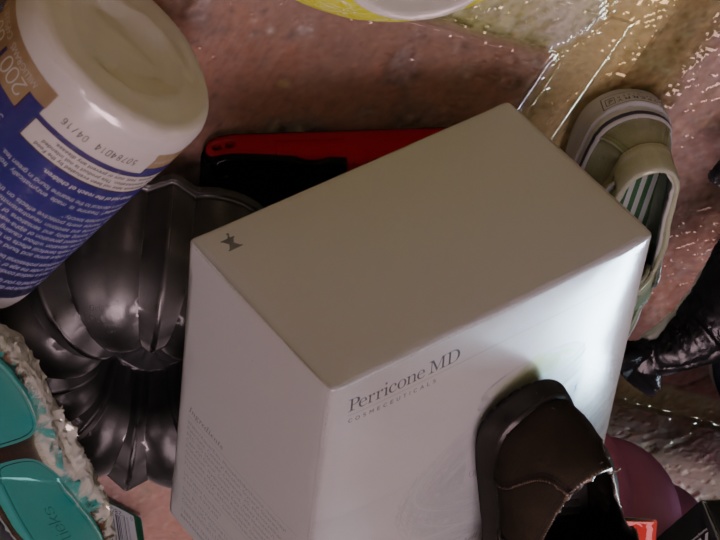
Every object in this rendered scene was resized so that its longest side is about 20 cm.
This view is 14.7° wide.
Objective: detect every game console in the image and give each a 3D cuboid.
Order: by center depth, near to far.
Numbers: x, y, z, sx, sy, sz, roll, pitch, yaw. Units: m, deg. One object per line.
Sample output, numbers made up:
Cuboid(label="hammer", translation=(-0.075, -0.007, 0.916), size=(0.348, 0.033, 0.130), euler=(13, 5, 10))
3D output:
Cuboid(label="game console", translation=(0.000, 0.000, 1.517), size=(0.176, 0.031, 0.200), euler=(1, 136, -3))

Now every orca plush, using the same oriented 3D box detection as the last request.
Cuboid(label="orca plush", translation=(0.217, -0.007, 1.459), size=(0.200, 0.071, 0.105), euler=(-34, 116, -5))

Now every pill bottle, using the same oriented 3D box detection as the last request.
Cuboid(label="pill bottle", translation=(-0.176, -0.051, 1.364), size=(0.111, 0.111, 0.200), euler=(28, 125, -34))

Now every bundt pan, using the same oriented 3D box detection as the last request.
Cuboid(label="bundt pan", translation=(-0.114, 0.045, 1.487), size=(0.201, 0.076, 0.202), euler=(0, 137, 0))

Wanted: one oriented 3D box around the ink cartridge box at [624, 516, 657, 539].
Cuboid(label="ink cartridge box", translation=(0.057, 0.185, 1.495), size=(0.199, 0.050, 0.109), euler=(2, 120, 2))

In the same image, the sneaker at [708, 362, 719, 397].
Cuboid(label="sneaker", translation=(0.251, 0.099, 1.623), size=(0.075, 0.085, 0.200), euler=(-17, 137, 7))

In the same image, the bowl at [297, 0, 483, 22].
Cuboid(label="bowl", translation=(0.021, -0.178, 1.269), size=(0.200, 0.108, 0.200), euler=(-6, 137, -5))

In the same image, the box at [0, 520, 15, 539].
Cuboid(label="box", translation=(-0.257, 0.136, 1.430), size=(0.123, 0.200, 0.199), euler=(-21, 106, 14))

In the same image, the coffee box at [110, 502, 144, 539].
Cuboid(label="coffee box", translation=(-0.235, 0.150, 1.616), size=(0.200, 0.044, 0.123), euler=(30, 123, -35))

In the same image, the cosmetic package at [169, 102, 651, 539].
Cuboid(label="cosmetic package", translation=(0.022, 0.053, 1.401), size=(0.199, 0.123, 0.200), euler=(-25, 141, -29))

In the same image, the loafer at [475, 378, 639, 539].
Cuboid(label="loafer", translation=(0.101, 0.143, 1.393), size=(0.073, 0.071, 0.200), euler=(-32, 139, -15))

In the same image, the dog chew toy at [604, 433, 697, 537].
Cuboid(label="dog chew toy", translation=(0.130, 0.147, 1.631), size=(0.200, 0.125, 0.125), euler=(22, 129, -39))

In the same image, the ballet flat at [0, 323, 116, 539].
Cuboid(label="ballet flat", translation=(-0.181, 0.075, 1.413), size=(0.072, 0.072, 0.200), euler=(-15, 137, 6))

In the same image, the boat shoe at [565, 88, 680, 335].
Cuboid(label="boat shoe", translation=(0.128, -0.007, 1.503), size=(0.072, 0.062, 0.200), euler=(-2, 137, -8))

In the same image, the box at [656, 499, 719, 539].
Cuboid(label="box", translation=(0.219, 0.191, 1.602), size=(0.200, 0.048, 0.193), euler=(1, 148, -37))
